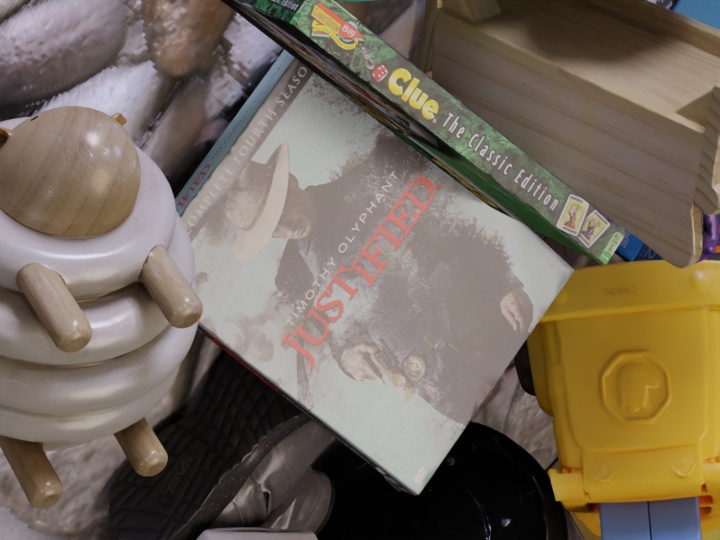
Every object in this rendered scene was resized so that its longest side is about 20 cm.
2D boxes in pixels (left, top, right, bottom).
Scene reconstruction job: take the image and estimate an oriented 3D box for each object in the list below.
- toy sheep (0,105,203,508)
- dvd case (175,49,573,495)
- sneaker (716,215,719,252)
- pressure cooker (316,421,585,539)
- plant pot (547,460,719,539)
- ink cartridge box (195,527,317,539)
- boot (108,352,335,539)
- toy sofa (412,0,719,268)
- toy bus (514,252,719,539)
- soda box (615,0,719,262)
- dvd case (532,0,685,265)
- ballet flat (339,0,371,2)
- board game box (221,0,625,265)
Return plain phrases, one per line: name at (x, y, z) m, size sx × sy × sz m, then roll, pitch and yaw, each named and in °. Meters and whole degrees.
toy sheep at (-0.128, 0.015, 0.798) m, size 0.137 × 0.138 × 0.201 m, roll -20°, pitch 144°, yaw -40°
dvd case at (0.000, 0.000, 0.953) m, size 0.200 × 0.022 × 0.146 m, roll 40°, pitch 82°, yaw -27°
sneaker at (0.244, -0.064, 1.232) m, size 0.112 × 0.077 × 0.202 m, roll -2°, pitch 120°, yaw -51°
pressure cooker at (0.061, 0.203, 1.151) m, size 0.176 × 0.178 × 0.200 m, roll -50°, pitch 146°, yaw -11°
plant pot at (0.204, 0.225, 1.378) m, size 0.199 × 0.142 × 0.201 m, roll -31°, pitch 140°, yaw -30°
ink cartridge box at (-0.079, 0.251, 1.003) m, size 0.084 × 0.146 × 0.200 m, roll 9°, pitch 130°, yaw -45°
boot at (-0.039, 0.093, 1.045) m, size 0.200 × 0.070 × 0.132 m, roll -40°, pitch 148°, yaw -2°
toy sofa at (0.123, -0.089, 0.952) m, size 0.082 × 0.199 × 0.098 m, roll -24°, pitch 130°, yaw -37°
toy bus at (0.163, 0.097, 1.093) m, size 0.200 × 0.134 × 0.194 m, roll 47°, pitch 38°, yaw -74°
soda box at (0.197, -0.098, 1.113) m, size 0.068 × 0.064 × 0.201 m, roll 19°, pitch 105°, yaw -56°
dvd case at (0.141, -0.087, 1.134) m, size 0.200 × 0.025 × 0.151 m, roll -44°, pitch 145°, yaw -14°
ballet flat at (0.040, -0.176, 0.903) m, size 0.199 × 0.068 × 0.069 m, roll -26°, pitch 129°, yaw -51°
board game box at (0.024, -0.072, 0.867) m, size 0.199 × 0.105 × 0.024 m, roll 35°, pitch 87°, yaw -33°
